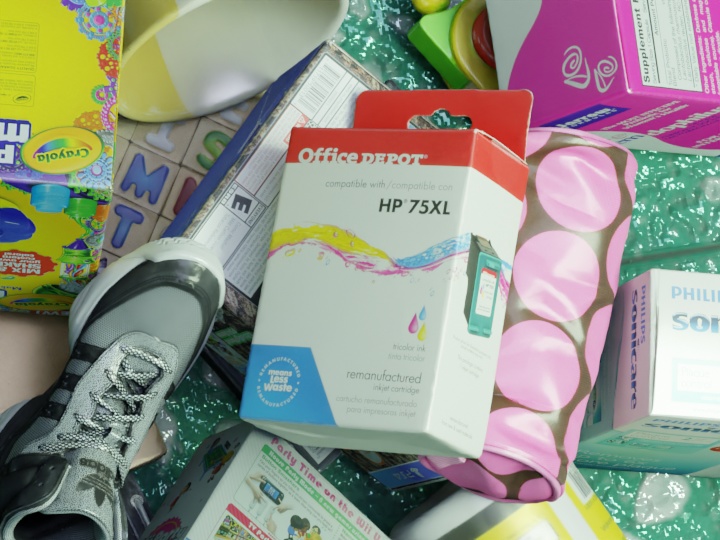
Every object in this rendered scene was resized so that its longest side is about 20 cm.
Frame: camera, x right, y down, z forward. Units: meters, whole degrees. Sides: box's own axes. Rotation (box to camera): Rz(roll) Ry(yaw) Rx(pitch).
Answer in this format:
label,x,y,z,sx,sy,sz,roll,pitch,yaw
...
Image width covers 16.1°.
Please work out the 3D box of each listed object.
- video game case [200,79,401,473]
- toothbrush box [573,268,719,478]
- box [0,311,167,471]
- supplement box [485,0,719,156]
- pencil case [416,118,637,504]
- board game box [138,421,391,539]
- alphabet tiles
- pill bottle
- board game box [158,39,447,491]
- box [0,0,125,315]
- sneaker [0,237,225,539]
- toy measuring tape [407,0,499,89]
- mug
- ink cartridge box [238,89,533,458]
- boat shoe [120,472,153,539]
label,x,y,z,sx,sy,sz,roll,pitch,yaw
video game case,-0.006,0.003,1.503,0.200,0.019,0.143,-43,96,-21
toothbrush box,0.195,0.063,1.456,0.146,0.200,0.086,5,76,-16
box,-0.220,0.043,1.430,0.163,0.021,0.201,-22,87,-17
supplement box,0.180,-0.132,1.508,0.199,0.101,0.104,3,75,-42
pencil case,0.085,0.021,1.373,0.094,0.091,0.201,26,70,-46
board game box,-0.063,0.202,1.356,0.148,0.064,0.200,44,53,-16
alphabet tiles,-0.142,-0.060,1.488,0.199,0.008,0.168,25,72,-9
pill bottle,0.116,0.200,1.448,0.114,0.114,0.200,-35,89,-20
board game box,0.000,0.000,1.444,0.200,0.097,0.160,39,71,-9
box,-0.231,-0.069,1.334,0.199,0.193,0.123,4,69,-7
sneaker,-0.132,0.082,1.334,0.075,0.114,0.200,30,112,-27
toy measuring tape,0.107,-0.106,1.539,0.074,0.074,0.200,-43,92,-20
mug,-0.118,-0.185,1.447,0.186,0.149,0.154,-12,68,-36
ink cartridge box,0.016,-0.009,1.331,0.116,0.067,0.201,2,75,30
boat shoe,-0.099,0.206,1.411,0.068,0.072,0.200,-29,80,-18
